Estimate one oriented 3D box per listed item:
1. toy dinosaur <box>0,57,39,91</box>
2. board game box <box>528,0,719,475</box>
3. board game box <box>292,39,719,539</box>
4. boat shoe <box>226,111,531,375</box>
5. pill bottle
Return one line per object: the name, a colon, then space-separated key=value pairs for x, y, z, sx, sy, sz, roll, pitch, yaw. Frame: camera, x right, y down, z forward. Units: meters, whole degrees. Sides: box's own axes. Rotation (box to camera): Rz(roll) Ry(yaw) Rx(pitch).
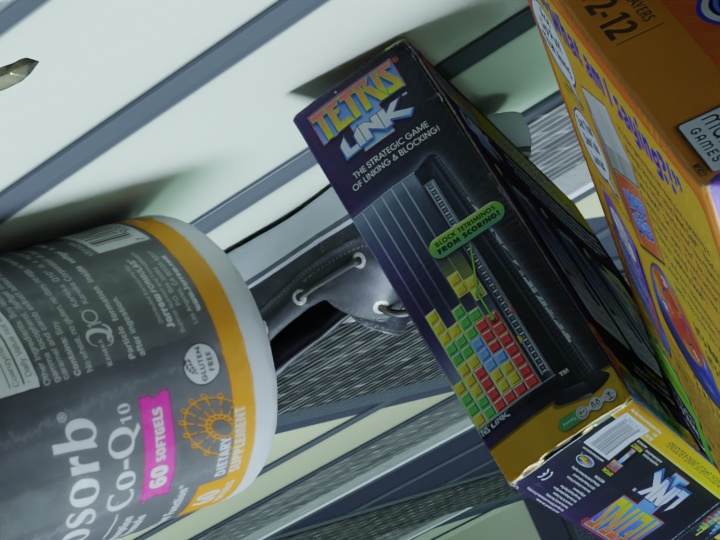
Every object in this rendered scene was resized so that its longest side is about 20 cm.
toy dinosaur: x=-0.168 y=-0.007 z=0.775 sx=0.088 sy=0.048 sz=0.200 roll=-35 pitch=177 yaw=-36
board game box: x=0.189 y=-0.029 z=0.816 sx=0.199 sy=0.200 sz=0.200 roll=-24 pitch=-149 yaw=-1
board game box: x=0.068 y=0.021 z=0.986 sx=0.057 sy=0.166 sz=0.200 roll=-36 pitch=153 yaw=9
boat shoe: x=0.000 y=0.000 z=1.130 sx=0.200 sy=0.066 sz=0.070 roll=-29 pitch=169 yaw=27
pill bottle: x=-0.139 y=0.055 z=0.956 sx=0.199 sy=0.117 sz=0.116 roll=-18 pitch=168 yaw=-34
